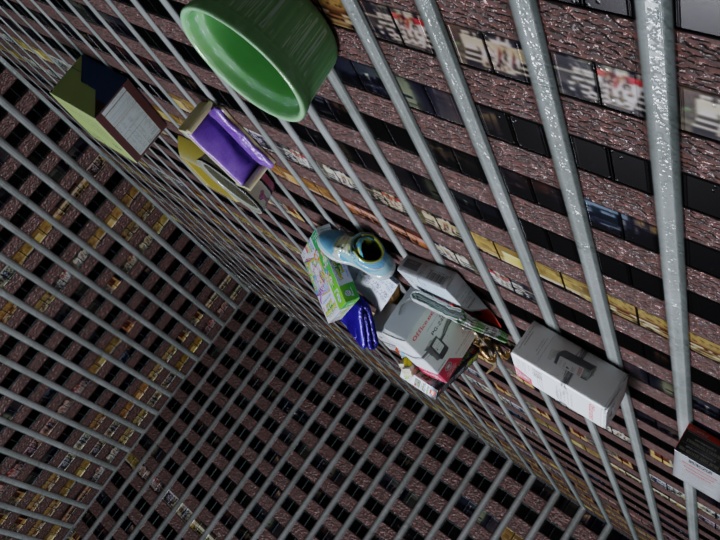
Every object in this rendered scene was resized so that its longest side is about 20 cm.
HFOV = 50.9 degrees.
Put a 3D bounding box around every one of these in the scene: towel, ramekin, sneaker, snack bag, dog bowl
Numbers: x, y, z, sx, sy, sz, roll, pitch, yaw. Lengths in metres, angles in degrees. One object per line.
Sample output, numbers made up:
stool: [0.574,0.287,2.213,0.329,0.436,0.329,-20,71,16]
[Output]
towel: [-0.026,0.104,1.934,0.200,0.049,0.149,42,152,54]
ramekin: [-0.124,-0.297,0.976,0.199,0.098,0.200,35,169,8]
sneaker: [-0.019,-0.058,1.671,0.199,0.080,0.131,22,166,19]
towel: [0.213,0.095,1.604,0.149,0.031,0.199,27,-177,44]
snack bag: [0.000,0.000,1.827,0.200,0.021,0.189,44,156,7]
dog bowl: [-0.291,-0.225,1.804,0.200,0.074,0.200,37,171,7]

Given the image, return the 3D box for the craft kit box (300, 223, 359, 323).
craft kit box: [-0.078,0.011,1.871,0.199,0.048,0.200,65,159,11]

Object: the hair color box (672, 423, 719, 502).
hair color box: [0.638,0.358,1.396,0.101,0.061,0.200,30,168,31]

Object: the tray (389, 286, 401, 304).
tray: [0.053,0.038,1.939,0.098,0.037,0.200,33,169,15]

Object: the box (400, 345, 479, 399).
box: [0.201,0.232,1.895,0.110,0.200,0.035,31,133,26]

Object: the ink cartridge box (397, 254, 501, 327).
ink cartridge box: [0.186,0.057,1.585,0.160,0.047,0.200,23,160,52]

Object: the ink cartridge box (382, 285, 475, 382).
ink cartridge box: [0.162,0.144,1.748,0.083,0.146,0.200,21,161,48]

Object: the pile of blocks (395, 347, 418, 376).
pile of blocks: [0.107,0.157,1.832,0.062,0.202,0.082,-9,152,38]

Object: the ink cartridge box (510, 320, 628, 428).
ink cartridge box: [0.395,0.198,1.426,0.199,0.085,0.146,33,168,27]

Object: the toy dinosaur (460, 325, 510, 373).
toy dinosaur: [0.303,0.186,1.766,0.201,0.060,0.106,56,173,-31]

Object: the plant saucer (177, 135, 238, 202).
plant saucer: [-0.401,-0.265,2.062,0.199,0.049,0.200,29,167,35]

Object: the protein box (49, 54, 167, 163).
protein box: [-0.654,-0.421,1.976,0.198,0.135,0.200,30,166,28]

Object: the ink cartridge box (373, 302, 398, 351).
ink cartridge box: [0.127,0.164,1.995,0.144,0.085,0.200,16,164,24]

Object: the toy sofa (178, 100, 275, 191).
toy sofa: [-0.283,-0.265,1.619,0.097,0.083,0.200,23,162,51]
